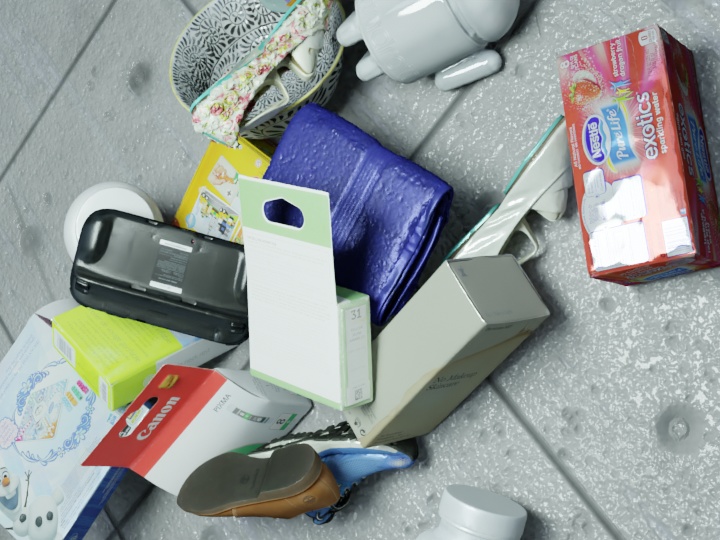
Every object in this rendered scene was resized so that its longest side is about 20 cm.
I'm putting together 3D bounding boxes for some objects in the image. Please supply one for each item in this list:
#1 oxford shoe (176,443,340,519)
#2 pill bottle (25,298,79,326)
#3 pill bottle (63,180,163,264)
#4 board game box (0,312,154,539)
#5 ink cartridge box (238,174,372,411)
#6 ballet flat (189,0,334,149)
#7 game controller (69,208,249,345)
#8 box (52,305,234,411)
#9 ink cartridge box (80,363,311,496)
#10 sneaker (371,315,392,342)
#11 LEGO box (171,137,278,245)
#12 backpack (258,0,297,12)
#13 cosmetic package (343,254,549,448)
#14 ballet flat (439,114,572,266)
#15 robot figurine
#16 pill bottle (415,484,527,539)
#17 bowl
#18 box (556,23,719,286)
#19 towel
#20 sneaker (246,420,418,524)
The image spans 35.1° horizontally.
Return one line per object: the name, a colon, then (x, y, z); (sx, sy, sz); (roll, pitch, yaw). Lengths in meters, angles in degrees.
oxford shoe: (-0.105, 0.226, 1.142); (0.198, 0.071, 0.072); (-12, 42, 38)
pill bottle: (-0.327, 0.137, 1.357); (0.111, 0.111, 0.202); (-42, 63, 23)
pill bottle: (-0.278, -0.040, 1.282); (0.200, 0.110, 0.115); (167, 107, -76)
board game box: (-0.347, 0.186, 1.263); (0.198, 0.043, 0.201); (34, 87, 24)
ink cartridge box: (-0.053, 0.016, 1.067); (0.144, 0.047, 0.204); (14, 111, 48)
ballet flat: (-0.084, -0.197, 1.126); (0.064, 0.076, 0.200); (43, 82, 3)
game controller: (-0.197, 0.007, 1.171); (0.196, 0.042, 0.106); (15, 88, -5)
box: (-0.228, 0.064, 1.270); (0.122, 0.198, 0.048); (39, 137, 30)
ink cartridge box: (-0.166, 0.172, 1.187); (0.161, 0.199, 0.050); (-48, 59, 21)
sneaker: (0.000, 0.000, 1.162); (0.076, 0.080, 0.203); (25, 100, 32)
LEGO box: (-0.102, -0.046, 1.239); (0.199, 0.077, 0.151); (38, 107, 31)
backpack: (-0.051, -0.372, 1.165); (0.197, 0.153, 0.178); (-25, 64, 13)
cosmetic package: (0.072, 0.077, 1.066); (0.200, 0.102, 0.074); (-50, 60, 36)
ballet flat: (0.155, -0.054, 1.078); (0.070, 0.069, 0.201); (50, 117, 28)
robot figurine: (0.074, -0.259, 1.117); (0.198, 0.113, 0.171); (-23, 113, 29)
pill bottle: (0.090, 0.308, 1.047); (0.111, 0.111, 0.204); (18, 96, 34)
bowl: (-0.097, -0.209, 1.225); (0.197, 0.095, 0.204); (-8, 56, 12)
box: (0.245, -0.096, 0.992); (0.098, 0.095, 0.204); (-14, 77, 32)
towel: (-0.011, -0.058, 1.102); (0.199, 0.049, 0.149); (35, 100, 30)
sneaker: (-0.023, 0.208, 1.170); (0.197, 0.078, 0.091); (-16, 94, 32)
